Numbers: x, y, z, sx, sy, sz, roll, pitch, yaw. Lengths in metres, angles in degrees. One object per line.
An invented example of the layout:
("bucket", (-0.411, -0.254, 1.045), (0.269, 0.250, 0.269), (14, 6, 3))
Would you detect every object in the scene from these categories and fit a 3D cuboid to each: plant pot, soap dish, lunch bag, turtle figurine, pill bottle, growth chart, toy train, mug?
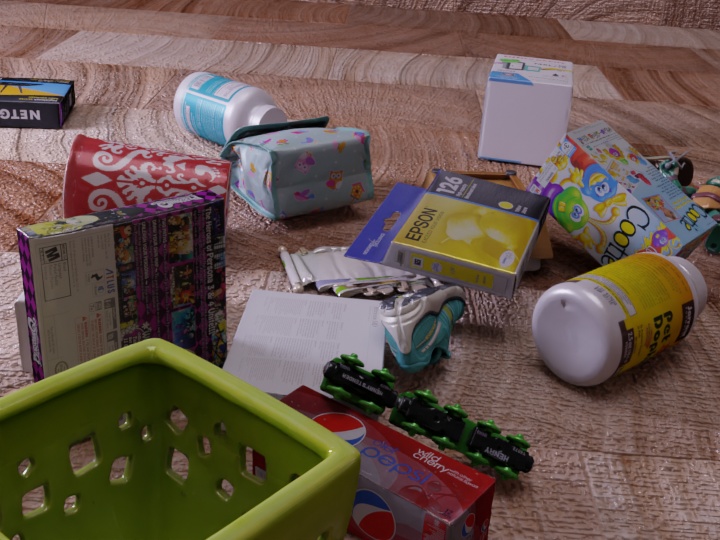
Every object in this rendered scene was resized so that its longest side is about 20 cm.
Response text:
("plant pot", (-0.135, 0.181, 0.559), (0.198, 0.183, 0.199), (22, 31, 35))
("soap dish", (0.164, -0.074, 1.254), (0.156, 0.082, 0.200), (1, 25, -5))
("lunch bag", (-0.098, -0.156, 1.350), (0.169, 0.123, 0.200), (-13, 22, -26))
("turtle figurine", (0.511, -0.107, 1.353), (0.149, 0.101, 0.200), (2, 37, 33))
("pill bottle", (-0.217, -0.265, 1.570), (0.199, 0.112, 0.110), (24, 32, 35))
("growth chart", (0.000, 0.000, 1.150), (0.198, 0.018, 0.145), (-1, 26, -9))
("toy train", (0.056, 0.127, 0.793), (0.199, 0.042, 0.056), (26, -16, -5))
("mug", (-0.272, -0.078, 1.195), (0.198, 0.179, 0.133), (5, -11, -7))
("pill bottle", (0.284, 0.045, 0.989), (0.199, 0.110, 0.109), (-18, 33, -37))

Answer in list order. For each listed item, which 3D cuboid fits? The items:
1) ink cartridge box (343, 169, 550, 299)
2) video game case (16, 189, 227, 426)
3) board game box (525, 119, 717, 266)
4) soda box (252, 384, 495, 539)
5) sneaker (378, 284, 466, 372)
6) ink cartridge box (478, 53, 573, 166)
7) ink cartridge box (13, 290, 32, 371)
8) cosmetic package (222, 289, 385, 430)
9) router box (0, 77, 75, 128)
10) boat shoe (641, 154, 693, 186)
("ink cartridge box", (0.108, -0.055, 1.089), (0.199, 0.047, 0.198), (17, 36, 13))
("video game case", (-0.203, 0.041, 0.824), (0.180, 0.202, 0.036), (-16, 30, -35))
("board game box", (0.329, -0.081, 1.176), (0.105, 0.103, 0.200), (-23, 63, -44))
("soda box", (0.006, 0.167, 0.745), (0.199, 0.064, 0.070), (22, 31, 32))
("sneaker", (0.066, 0.060, 0.973), (0.077, 0.080, 0.200), (-11, 1, 20))
("ink cartridge box", (0.297, -0.289, 1.647), (0.145, 0.147, 0.200), (8, 25, 9))
("ink cartridge box", (-0.257, 0.027, 0.980), (0.145, 0.084, 0.200), (5, 26, 1))
("cosmetic package", (-0.051, 0.089, 0.917), (0.149, 0.052, 0.200), (3, 26, 3))
("router box", (-0.627, -0.304, 1.661), (0.198, 0.051, 0.149), (0, 27, -7))
("boat shoe", (0.433, -0.153, 1.487), (0.201, 0.075, 0.075), (1, 11, -21))
